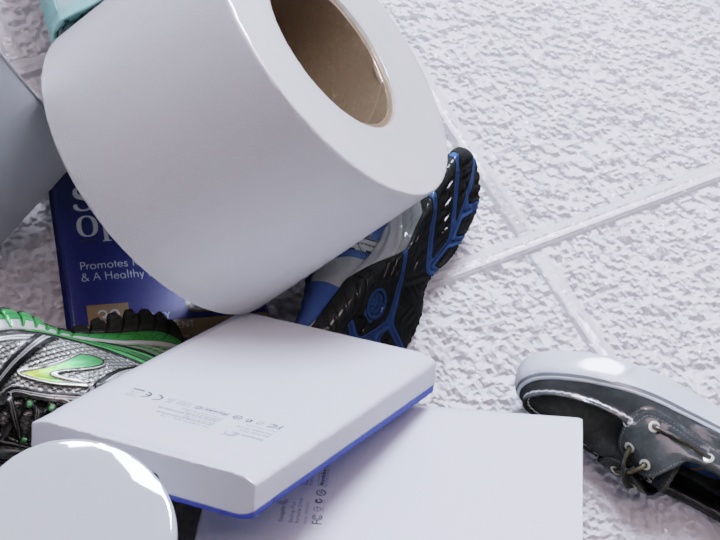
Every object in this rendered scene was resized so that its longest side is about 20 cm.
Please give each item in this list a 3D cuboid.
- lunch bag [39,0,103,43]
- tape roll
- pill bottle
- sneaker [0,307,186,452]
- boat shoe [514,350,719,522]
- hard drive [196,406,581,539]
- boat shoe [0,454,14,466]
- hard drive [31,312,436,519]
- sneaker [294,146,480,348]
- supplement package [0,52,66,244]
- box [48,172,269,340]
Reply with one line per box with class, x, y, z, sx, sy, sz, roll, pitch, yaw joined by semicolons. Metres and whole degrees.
lunch bag;-0.122;-0.206;1.283;0.200;0.122;0.170;-1;54;-20
tape roll;-0.065;-0.093;1.129;0.203;0.139;0.203;41;28;-28
pill bottle;-0.146;0.172;0.971;0.114;0.200;0.114;5;56;-8
sneaker;-0.169;0.070;1.083;0.200;0.078;0.085;-5;42;-35
boat shoe;0.183;0.108;1.170;0.200;0.069;0.057;22;56;1
hard drive;0.020;0.121;1.067;0.200;0.025;0.132;4;34;4
boat shoe;-0.255;0.135;1.081;0.200;0.073;0.063;-2;14;-7
hard drive;-0.062;0.073;1.045;0.132;0.025;0.200;12;20;25
sneaker;0.000;0.000;1.213;0.077;0.076;0.200;14;53;30
supplement package;-0.267;-0.072;1.093;0.111;0.200;0.156;39;83;16
box;-0.132;-0.036;1.224;0.121;0.032;0.200;-5;57;-14
